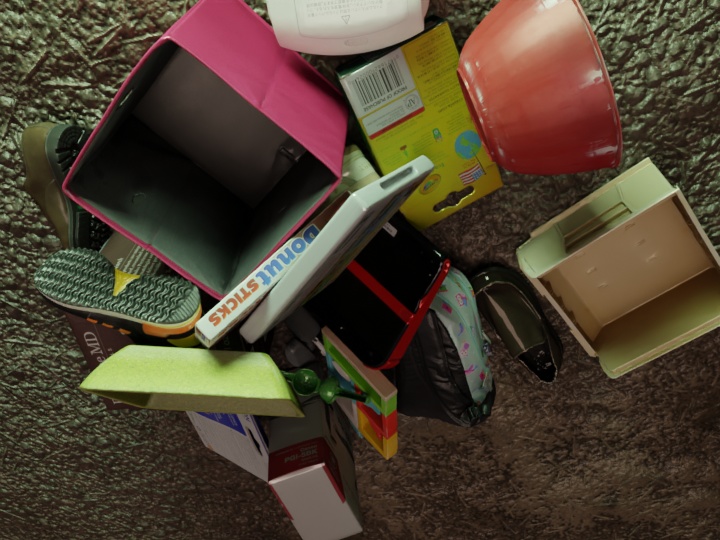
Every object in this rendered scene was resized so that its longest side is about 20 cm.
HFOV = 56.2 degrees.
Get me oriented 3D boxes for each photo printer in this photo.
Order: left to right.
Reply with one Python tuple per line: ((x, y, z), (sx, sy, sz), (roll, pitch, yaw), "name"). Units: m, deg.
((-0.018, -0.311, 0.640), (0.163, 0.070, 0.203), (-4, 119, 9), "photo printer")

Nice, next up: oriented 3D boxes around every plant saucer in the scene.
((-0.160, 0.118, 0.708), (0.196, 0.049, 0.200), (3, 163, 0), "plant saucer")

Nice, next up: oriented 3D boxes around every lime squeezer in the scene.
((-0.061, 0.148, 0.900), (0.197, 0.038, 0.071), (12, 151, 28), "lime squeezer")

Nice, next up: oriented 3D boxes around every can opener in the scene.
((-0.084, 0.076, 0.881), (0.066, 0.052, 0.201), (-43, 144, -12), "can opener")

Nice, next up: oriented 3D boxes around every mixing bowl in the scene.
((0.158, -0.172, 0.649), (0.107, 0.201, 0.202), (-21, 121, 10), "mixing bowl")

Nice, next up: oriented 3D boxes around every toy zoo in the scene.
((0.001, 0.171, 0.902), (0.020, 0.131, 0.202), (-32, 145, -22), "toy zoo")

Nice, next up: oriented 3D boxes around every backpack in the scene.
((0.087, 0.093, 0.870), (0.164, 0.127, 0.202), (-1, 124, 28), "backpack")

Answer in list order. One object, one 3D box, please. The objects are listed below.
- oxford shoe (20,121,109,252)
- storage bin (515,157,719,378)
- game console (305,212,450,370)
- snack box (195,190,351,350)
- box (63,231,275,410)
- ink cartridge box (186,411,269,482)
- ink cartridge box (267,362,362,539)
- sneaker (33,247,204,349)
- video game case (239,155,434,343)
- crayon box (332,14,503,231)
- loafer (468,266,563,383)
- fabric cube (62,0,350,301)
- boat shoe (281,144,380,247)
((-0.361, -0.087, 0.825), (0.083, 0.073, 0.203), (11, 123, 15), "oxford shoe")
((0.327, 0.005, 0.828), (0.197, 0.094, 0.200), (-34, 116, 22), "storage bin")
((0.000, 0.000, 0.804), (0.200, 0.031, 0.179), (42, 118, 27), "game console")
((-0.082, 0.000, 0.668), (0.024, 0.200, 0.072), (46, 160, 1), "snack box")
((-0.223, 0.056, 0.846), (0.196, 0.165, 0.168), (-5, 124, 6), "box")
((-0.185, 0.206, 0.957), (0.198, 0.047, 0.200), (12, 131, 38), "ink cartridge box")
((-0.065, 0.253, 0.947), (0.082, 0.201, 0.148), (-20, 122, 6), "ink cartridge box")
((-0.250, 0.043, 0.706), (0.197, 0.070, 0.091), (14, 139, 16), "sneaker")
((-0.021, -0.025, 0.686), (0.023, 0.182, 0.200), (45, 121, 4), "video game case")
((0.067, -0.155, 0.742), (0.125, 0.051, 0.202), (-27, 119, 1), "crayon box")
((0.215, 0.075, 0.893), (0.073, 0.072, 0.200), (-35, 116, 23), "loafer")
((-0.144, -0.135, 0.695), (0.199, 0.201, 0.196), (37, 119, -21), "fabric cube")
((-0.052, -0.055, 0.778), (0.065, 0.072, 0.200), (50, 120, 6), "boat shoe")
